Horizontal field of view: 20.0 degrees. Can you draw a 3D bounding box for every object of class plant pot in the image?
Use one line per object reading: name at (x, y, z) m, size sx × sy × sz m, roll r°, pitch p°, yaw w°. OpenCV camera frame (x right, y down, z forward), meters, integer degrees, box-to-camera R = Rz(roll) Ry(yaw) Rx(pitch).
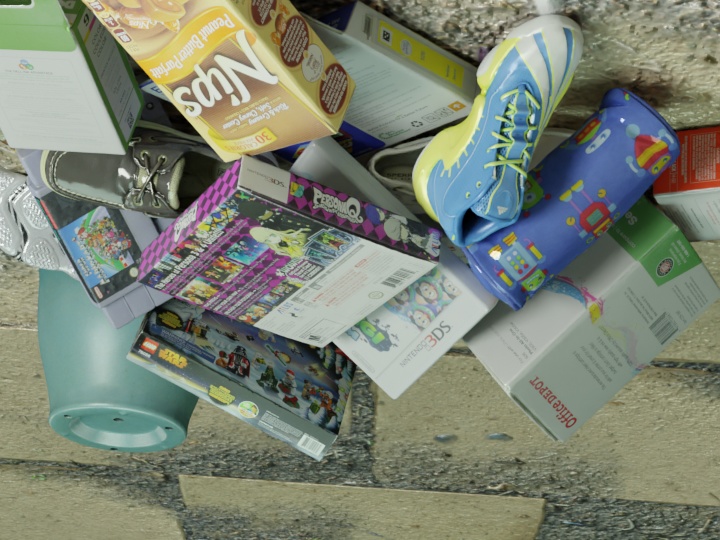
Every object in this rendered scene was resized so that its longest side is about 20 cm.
plant pot at (-0.223, 0.068, 1.968) m, size 0.198 × 0.189 × 0.200 m, roll 3°, pitch 156°, yaw 1°

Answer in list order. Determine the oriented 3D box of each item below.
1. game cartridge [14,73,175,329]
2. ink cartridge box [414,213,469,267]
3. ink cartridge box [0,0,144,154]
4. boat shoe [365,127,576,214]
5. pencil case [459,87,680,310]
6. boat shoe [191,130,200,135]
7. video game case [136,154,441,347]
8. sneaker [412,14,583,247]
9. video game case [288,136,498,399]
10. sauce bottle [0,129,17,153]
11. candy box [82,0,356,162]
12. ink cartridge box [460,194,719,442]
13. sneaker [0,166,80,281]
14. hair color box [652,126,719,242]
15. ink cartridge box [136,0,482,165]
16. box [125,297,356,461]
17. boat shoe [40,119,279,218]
game cartridge at (-0.196, -0.053, 1.710) m, size 0.129 × 0.038 × 0.201 m, roll -33°, pitch 130°, yaw -11°
ink cartridge box at (0.116, -0.027, 1.821) m, size 0.146 × 0.084 × 0.200 m, roll -6°, pitch 155°, yaw 25°
ink cartridge box at (-0.243, -0.174, 1.544) m, size 0.103 × 0.060 × 0.201 m, roll 5°, pitch 146°, yaw 17°
boat shoe at (0.102, -0.083, 1.676) m, size 0.198 × 0.071 × 0.069 m, roll -8°, pitch 168°, yaw 1°
pencil case at (0.165, -0.062, 1.629) m, size 0.200 × 0.087 × 0.078 m, roll -44°, pitch 138°, yaw 3°
boat shoe at (-0.113, -0.078, 1.780) m, size 0.072 × 0.060 × 0.202 m, roll 45°, pitch 152°, yaw 16°
video game case at (-0.060, -0.010, 1.640) m, size 0.180 × 0.036 × 0.200 m, roll 20°, pitch 150°, yaw -22°
sneaker at (0.118, -0.097, 1.566) m, size 0.075 × 0.105 × 0.200 m, roll 10°, pitch 132°, yaw -31°
video game case at (0.000, 0.000, 1.715) m, size 0.200 × 0.024 × 0.182 m, roll 44°, pitch 142°, yaw 1°
sauce bottle at (-0.230, -0.099, 1.741) m, size 0.064 × 0.065 × 0.200 m, roll -11°, pitch 153°, yaw 31°
candy box at (-0.107, -0.173, 1.484) m, size 0.115 × 0.056 × 0.200 m, roll -11°, pitch 133°, yaw 38°
ink cartridge box at (0.197, 0.036, 1.759) m, size 0.200 × 0.088 × 0.145 m, roll -45°, pitch 145°, yaw 1°
sneaker at (-0.256, -0.044, 1.802) m, size 0.199 × 0.075 × 0.115 m, roll 26°, pitch -167°, yaw -21°
hair color box at (0.352, -0.078, 1.693) m, size 0.198 × 0.062 × 0.102 m, roll -5°, pitch 155°, yaw 23°
ink cartridge box at (-0.040, -0.152, 1.616) m, size 0.197 × 0.047 × 0.199 m, roll -17°, pitch 147°, yaw 42°
box at (-0.101, 0.073, 1.842) m, size 0.199 × 0.137 × 0.040 m, roll 28°, pitch 124°, yaw -9°
boat shoe at (-0.155, -0.078, 1.640) m, size 0.199 × 0.072 × 0.066 m, roll 4°, pitch -164°, yaw -19°
